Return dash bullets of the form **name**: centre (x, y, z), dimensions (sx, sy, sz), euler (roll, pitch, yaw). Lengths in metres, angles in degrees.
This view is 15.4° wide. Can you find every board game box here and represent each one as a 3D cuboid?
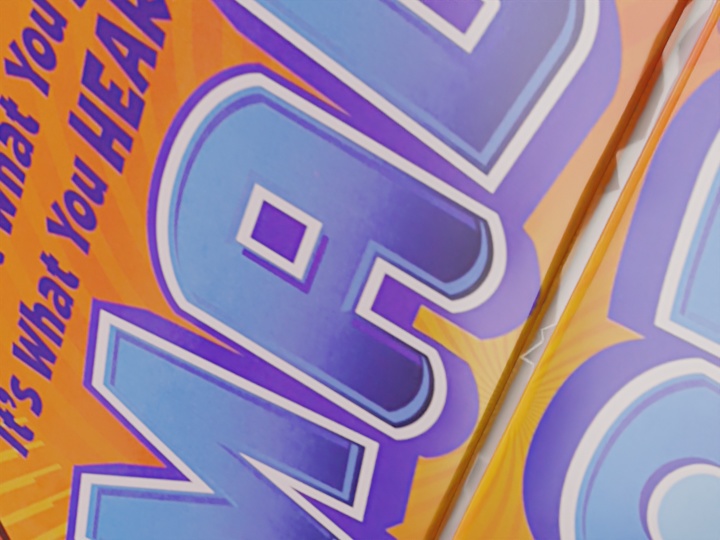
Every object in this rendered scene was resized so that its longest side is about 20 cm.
- **board game box**: centre (0.065, -0.034, 0.443), dimensions (0.200, 0.200, 0.200), euler (30, 133, 9)
